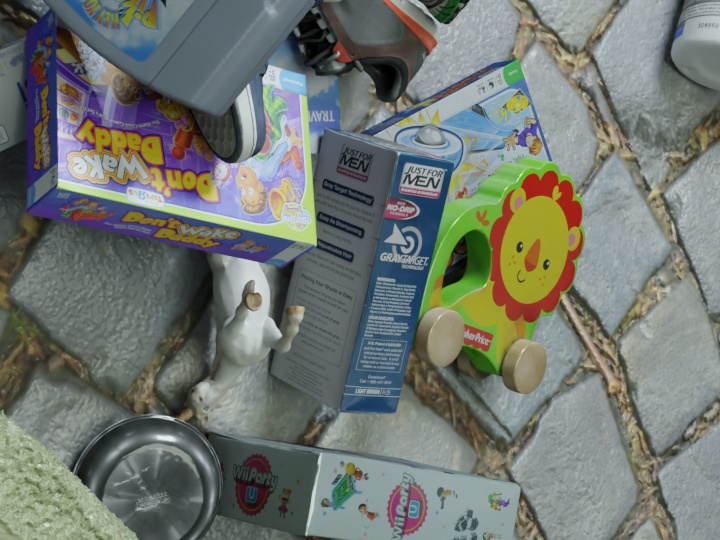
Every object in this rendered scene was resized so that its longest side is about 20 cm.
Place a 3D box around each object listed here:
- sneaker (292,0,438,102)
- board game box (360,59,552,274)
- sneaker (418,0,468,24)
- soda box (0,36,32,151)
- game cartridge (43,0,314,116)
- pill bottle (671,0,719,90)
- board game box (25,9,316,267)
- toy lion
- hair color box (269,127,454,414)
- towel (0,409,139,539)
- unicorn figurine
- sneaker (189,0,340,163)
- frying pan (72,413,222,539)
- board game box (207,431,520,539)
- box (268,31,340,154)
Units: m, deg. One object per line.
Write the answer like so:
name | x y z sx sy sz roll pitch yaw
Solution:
sneaker | -0.021 -0.190 1.265 0.200 0.077 0.082 30 77 -35
board game box | 0.078 -0.080 1.425 0.200 0.034 0.136 -31 108 -34
sneaker | 0.046 -0.248 1.314 0.085 0.200 0.078 33 92 -22
soda box | -0.209 -0.138 1.176 0.200 0.068 0.064 -31 105 -35
game cartridge | -0.133 -0.196 1.062 0.133 0.200 0.040 -51 168 12
pill bottle | 0.375 -0.281 1.614 0.114 0.114 0.201 27 73 -35
board game box | -0.126 -0.088 1.140 0.200 0.045 0.135 12 63 -35
toy lion | 0.113 -0.005 1.397 0.200 0.069 0.192 20 87 -50
hair color box | 0.000 0.000 1.291 0.060 0.100 0.201 6 101 -39
towel | -0.229 0.207 1.156 0.148 0.036 0.200 -46 113 -17
unicorn figurine | -0.092 0.026 1.244 0.074 0.137 0.201 15 65 -17
sneaker | -0.052 -0.171 1.142 0.146 0.077 0.203 -5 71 -27
frying pan | -0.163 0.199 1.228 0.115 0.031 0.191 13 92 -22
board game box | -0.001 0.171 1.288 0.200 0.147 0.064 14 83 -37
box | -0.077 -0.187 1.295 0.122 0.048 0.201 -6 93 -38
